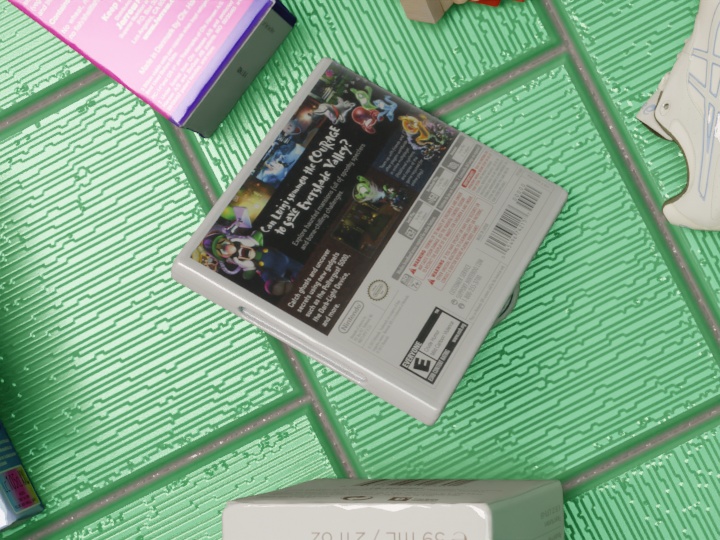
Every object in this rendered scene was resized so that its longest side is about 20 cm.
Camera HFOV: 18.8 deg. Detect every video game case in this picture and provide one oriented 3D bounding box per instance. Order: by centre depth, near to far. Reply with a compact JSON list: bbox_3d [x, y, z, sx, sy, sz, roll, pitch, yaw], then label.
[{"bbox_3d":[0.009,-0.023,1.330,0.182,0.023,0.200,30,54,5],"label":"video game case"}]

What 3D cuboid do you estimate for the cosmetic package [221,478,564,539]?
[{"bbox_3d":[0.026,0.229,1.297,0.167,0.166,0.200,-3,89,19],"label":"cosmetic package"}]

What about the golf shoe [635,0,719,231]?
[{"bbox_3d":[0.215,-0.121,1.346,0.097,0.078,0.200,-8,84,18],"label":"golf shoe"}]

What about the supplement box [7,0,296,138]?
[{"bbox_3d":[-0.154,-0.183,1.366,0.200,0.101,0.103,38,93,6],"label":"supplement box"}]

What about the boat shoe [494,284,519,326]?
[{"bbox_3d":[0.000,0.000,1.367,0.200,0.066,0.072,13,91,6],"label":"boat shoe"}]

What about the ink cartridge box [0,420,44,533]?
[{"bbox_3d":[-0.313,0.098,1.394,0.136,0.076,0.200,-27,85,5],"label":"ink cartridge box"}]

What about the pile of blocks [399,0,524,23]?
[{"bbox_3d":[0.103,-0.207,1.371,0.200,0.082,0.062,-13,131,14],"label":"pile of blocks"}]
